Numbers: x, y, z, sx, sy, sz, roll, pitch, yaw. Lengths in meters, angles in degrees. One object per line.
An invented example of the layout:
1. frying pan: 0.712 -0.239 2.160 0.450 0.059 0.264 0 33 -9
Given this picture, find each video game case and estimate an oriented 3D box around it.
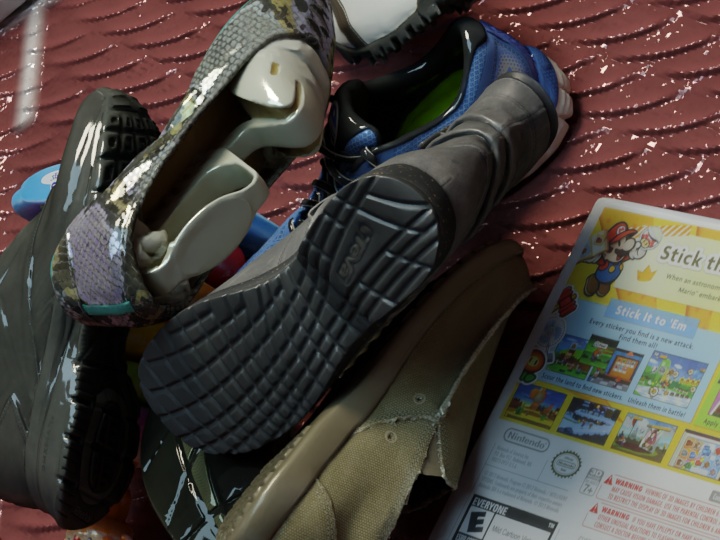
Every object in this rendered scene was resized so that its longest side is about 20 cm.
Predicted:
1. video game case: 0.134 0.066 1.024 0.200 0.023 0.182 14 72 48

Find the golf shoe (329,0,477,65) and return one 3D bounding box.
1. golf shoe: -0.005 -0.158 1.215 0.078 0.095 0.200 -35 21 -14

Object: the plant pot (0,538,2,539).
1. plant pot: -0.227 0.210 1.142 0.200 0.200 0.178 -32 36 23

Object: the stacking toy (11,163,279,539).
1. stacking toy: -0.117 0.055 1.220 0.116 0.110 0.201 -4 70 38

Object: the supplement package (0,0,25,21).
1. supplement package: -0.252 -0.219 1.514 0.200 0.117 0.117 -37 43 17

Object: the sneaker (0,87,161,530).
1. sneaker: -0.143 0.013 1.154 0.091 0.076 0.201 9 85 27

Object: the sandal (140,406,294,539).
1. sandal: -0.040 0.115 1.131 0.080 0.057 0.201 -35 59 18

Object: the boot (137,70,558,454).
1. boot: 0.000 0.000 1.093 0.200 0.070 0.132 -34 3 38

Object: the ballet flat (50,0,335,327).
1. ballet flat: -0.054 -0.050 1.112 0.072 0.072 0.200 8 53 46

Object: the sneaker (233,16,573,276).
1. sneaker: 0.000 -0.044 1.175 0.200 0.089 0.079 -45 40 9

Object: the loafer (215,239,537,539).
1. loafer: 0.017 0.067 1.086 0.200 0.067 0.076 -48 5 -27
